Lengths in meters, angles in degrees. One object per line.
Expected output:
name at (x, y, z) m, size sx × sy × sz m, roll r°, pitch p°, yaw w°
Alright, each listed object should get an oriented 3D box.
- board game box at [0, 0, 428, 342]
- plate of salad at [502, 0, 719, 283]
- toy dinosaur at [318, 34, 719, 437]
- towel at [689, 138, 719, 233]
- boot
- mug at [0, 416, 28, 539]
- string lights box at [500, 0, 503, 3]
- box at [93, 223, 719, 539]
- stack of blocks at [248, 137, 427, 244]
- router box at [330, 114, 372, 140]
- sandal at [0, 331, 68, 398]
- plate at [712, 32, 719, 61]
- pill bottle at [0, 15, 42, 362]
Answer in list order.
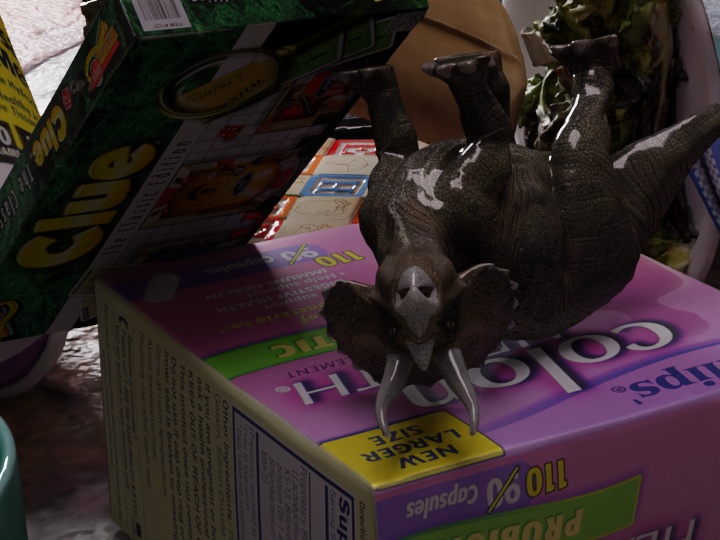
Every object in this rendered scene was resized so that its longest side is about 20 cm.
board game box at (-0.065, -0.034, 0.707) m, size 0.105 × 0.200 × 0.024 m, roll -8°, pitch 66°, yaw -31°
plate of salad at (0.097, -0.075, 0.914) m, size 0.048 × 0.201 × 0.200 m, roll -13°, pitch 23°, yaw -20°
toy dinosaur at (0.046, -0.017, 0.662) m, size 0.077 × 0.103 × 0.200 m, roll -2°, pitch 7°, yaw 38°
towel at (0.210, -0.009, 0.839) m, size 0.200 × 0.145 × 0.024 m, roll -22°, pitch -2°, yaw -43°
boot at (-0.013, -0.079, 0.856) m, size 0.200 × 0.066 × 0.175 m, roll 18°, pitch 48°, yaw -36°
mug at (-0.157, 0.101, 0.585) m, size 0.152 × 0.115 × 0.185 m, roll 5°, pitch 21°, yaw 19°
string lights box at (-0.011, -0.136, 1.140) m, size 0.199 × 0.059 × 0.103 m, roll 2°, pitch 18°, yaw 11°
box at (0.031, 0.057, 0.713) m, size 0.176 × 0.097 × 0.200 m, roll -12°, pitch 24°, yaw -27°
stack of blocks at (0.000, 0.000, 0.920) m, size 0.115 × 0.059 × 0.200 m, roll 2°, pitch 21°, yaw 11°
router box at (-0.040, -0.068, 1.114) m, size 0.200 × 0.051 × 0.149 m, roll -6°, pitch 19°, yaw -14°
sandal at (-0.192, -0.020, 0.900) m, size 0.050 × 0.083 × 0.203 m, roll 6°, pitch 33°, yaw -48°
plate at (0.186, -0.074, 1.019) m, size 0.200 × 0.026 × 0.200 m, roll 26°, pitch 25°, yaw -13°
pill bottle at (-0.185, -0.064, 0.828) m, size 0.112 × 0.113 × 0.200 m, roll -11°, pitch 54°, yaw -23°
